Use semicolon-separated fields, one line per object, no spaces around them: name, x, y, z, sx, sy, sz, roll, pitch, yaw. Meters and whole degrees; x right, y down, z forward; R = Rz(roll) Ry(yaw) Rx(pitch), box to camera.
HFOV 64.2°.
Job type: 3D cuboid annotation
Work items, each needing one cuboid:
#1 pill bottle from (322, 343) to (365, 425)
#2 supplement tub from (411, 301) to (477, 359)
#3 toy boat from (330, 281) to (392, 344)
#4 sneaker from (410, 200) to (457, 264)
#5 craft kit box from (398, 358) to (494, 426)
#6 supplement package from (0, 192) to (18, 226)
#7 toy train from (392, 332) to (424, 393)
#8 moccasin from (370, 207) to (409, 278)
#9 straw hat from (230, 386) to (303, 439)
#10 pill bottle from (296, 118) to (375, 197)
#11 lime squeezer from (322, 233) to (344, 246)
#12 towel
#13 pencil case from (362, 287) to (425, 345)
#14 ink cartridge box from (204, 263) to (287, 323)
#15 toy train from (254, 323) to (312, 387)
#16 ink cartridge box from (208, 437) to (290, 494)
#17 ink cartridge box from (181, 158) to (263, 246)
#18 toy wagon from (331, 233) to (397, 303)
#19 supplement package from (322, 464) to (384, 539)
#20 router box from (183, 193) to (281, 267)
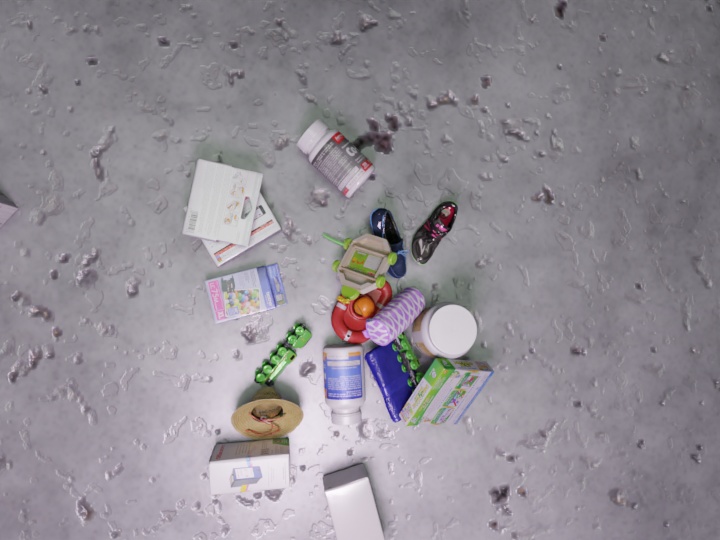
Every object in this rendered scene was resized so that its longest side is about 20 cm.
pill bottle;-0.042;0.300;1.521;0.111;0.112;0.203;-2;88;-7
supplement tub;0.219;0.159;1.508;0.143;0.200;0.147;1;82;-5
toy boat;0.005;0.098;1.525;0.130;0.131;0.202;28;85;-4
sneaker;0.202;-0.110;1.580;0.076;0.084;0.201;30;85;-4
craft kit box;0.225;0.320;1.496;0.196;0.049;0.201;9;120;-40
supplement package;-0.990;-0.128;1.424;0.121;0.120;0.200;42;84;-5
toy train;0.131;0.243;1.538;0.041;0.056;0.202;-24;89;31
moccasin;0.079;-0.069;1.552;0.080;0.068;0.202;-32;108;-27
straw hat;-0.245;0.354;1.501;0.198;0.202;0.086;-3;46;-7
pill bottle;-0.066;-0.303;1.541;0.200;0.114;0.114;43;84;-4
lime squeezer;-0.003;-0.079;1.578;0.197;0.038;0.072;-6;88;-6
towel;0.093;0.288;1.548;0.147;0.049;0.202;-23;91;-45
pencil case;0.092;0.120;1.506;0.199;0.085;0.085;-34;99;-43
ink cartridge box;-0.305;0.060;1.538;0.198;0.042;0.121;-14;90;-9
toy train;-0.205;0.228;1.534;0.056;0.042;0.200;40;88;-21
ink cartridge box;-0.279;0.496;1.468;0.197;0.145;0.089;-1;91;-8
ink cartridge box;-0.354;-0.173;1.488;0.171;0.044;0.202;12;85;-6
toy wagon;0.000;0.000;1.496;0.154;0.040;0.201;19;74;30
supplement package;-0.016;0.635;1.498;0.118;0.121;0.202;-15;90;-6
router box;-0.339;-0.136;1.536;0.199;0.049;0.181;-30;91;-7
